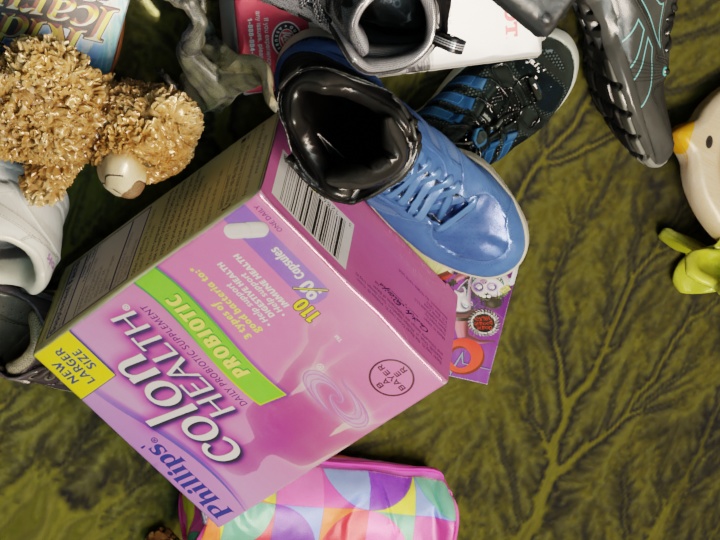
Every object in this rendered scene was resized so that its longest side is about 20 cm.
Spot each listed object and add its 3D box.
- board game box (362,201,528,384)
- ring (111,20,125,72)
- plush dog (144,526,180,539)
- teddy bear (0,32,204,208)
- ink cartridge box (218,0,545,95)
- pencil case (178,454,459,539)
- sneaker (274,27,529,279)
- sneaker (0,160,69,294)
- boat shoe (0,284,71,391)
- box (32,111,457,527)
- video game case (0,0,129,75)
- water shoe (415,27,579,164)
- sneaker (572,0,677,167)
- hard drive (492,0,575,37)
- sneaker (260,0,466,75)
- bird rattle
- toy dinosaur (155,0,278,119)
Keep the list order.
[{"bbox_3d":[0.000,0.000,1.406,0.198,0.032,0.121,12,129,0],"label":"board game box"},{"bbox_3d":[-0.246,-0.159,1.356,0.198,0.019,0.202,-5,113,-11],"label":"ring"},{"bbox_3d":[-0.142,0.293,1.505,0.160,0.200,0.172,44,87,8],"label":"plush dog"},{"bbox_3d":[-0.196,-0.091,1.298,0.199,0.067,0.145,27,135,-20],"label":"teddy bear"},{"bbox_3d":[0.010,-0.203,1.363,0.198,0.083,0.147,-8,113,-10],"label":"ink cartridge box"},{"bbox_3d":[-0.031,0.166,1.510,0.198,0.088,0.089,9,110,-19],"label":"pencil case"},{"bbox_3d":[0.024,-0.056,1.295,0.077,0.111,0.200,-40,104,15],"label":"sneaker"},{"bbox_3d":[-0.278,-0.038,1.350,0.198,0.100,0.075,12,136,-17],"label":"sneaker"},{"bbox_3d":[-0.219,0.043,1.421,0.199,0.065,0.072,24,103,-22],"label":"boat shoe"},{"bbox_3d":[-0.071,0.034,1.363,0.199,0.097,0.176,-33,114,26],"label":"box"},{"bbox_3d":[-0.226,-0.219,1.301,0.198,0.046,0.183,12,110,-18],"label":"video game case"},{"bbox_3d":[0.068,-0.084,1.430,0.199,0.079,0.072,-35,117,3],"label":"water shoe"},{"bbox_3d":[0.182,-0.163,1.427,0.079,0.075,0.201,-24,115,-8],"label":"sneaker"},{"bbox_3d":[0.076,-0.256,1.295,0.199,0.033,0.140,37,89,-13],"label":"hard drive"},{"bbox_3d":[-0.028,-0.174,1.257,0.198,0.114,0.076,18,108,-18],"label":"sneaker"},{"bbox_3d":[0.297,-0.060,1.489,0.199,0.113,0.164,-29,100,-4],"label":"bird rattle"},{"bbox_3d":[-0.096,-0.134,1.324,0.047,0.200,0.089,-26,99,-20],"label":"toy dinosaur"}]
